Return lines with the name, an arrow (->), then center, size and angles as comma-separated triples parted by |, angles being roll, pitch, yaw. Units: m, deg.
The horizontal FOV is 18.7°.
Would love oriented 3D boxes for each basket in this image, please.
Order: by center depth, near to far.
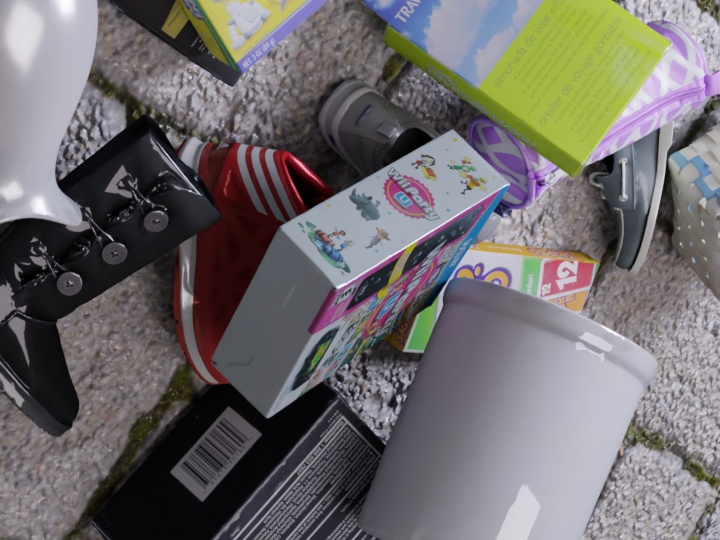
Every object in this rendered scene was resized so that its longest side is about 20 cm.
basket -> 0.369, -0.068, 1.867 | 0.200, 0.139, 0.176 | -29, 141, -11

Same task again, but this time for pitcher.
pitcher -> -0.245, -0.119, 1.371 | 0.171, 0.121, 0.200 | -20, 122, -50

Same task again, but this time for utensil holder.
utensil holder -> 0.105, 0.128, 1.624 | 0.170, 0.170, 0.200 | 32, 78, -44

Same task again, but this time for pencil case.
pencil case -> 0.176, -0.120, 1.675 | 0.200, 0.085, 0.084 | -32, 127, -23

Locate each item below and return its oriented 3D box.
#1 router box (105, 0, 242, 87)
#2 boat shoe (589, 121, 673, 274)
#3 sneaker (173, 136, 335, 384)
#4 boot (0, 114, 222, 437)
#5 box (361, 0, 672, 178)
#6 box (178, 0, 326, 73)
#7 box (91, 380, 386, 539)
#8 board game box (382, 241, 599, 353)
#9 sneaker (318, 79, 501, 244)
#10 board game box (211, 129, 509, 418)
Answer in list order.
router box -> -0.092, -0.247, 1.477 | 0.157, 0.052, 0.200 | 34, 92, -44
boat shoe -> 0.223, -0.088, 1.818 | 0.062, 0.073, 0.200 | 8, 125, 5
sneaker -> -0.072, 0.001, 1.582 | 0.078, 0.115, 0.200 | -66, 155, -52
boot -> -0.182, 0.007, 1.527 | 0.200, 0.066, 0.165 | -39, 132, -2
box -> 0.112, -0.175, 1.603 | 0.122, 0.200, 0.048 | -53, 177, -13
box -> -0.087, -0.239, 1.417 | 0.117, 0.048, 0.200 | -43, 132, -11
box -> -0.065, 0.194, 1.702 | 0.200, 0.123, 0.198 | -48, 132, -7
board game box -> 0.105, 0.025, 1.804 | 0.200, 0.030, 0.096 | 6, 111, -37
sneaker -> 0.048, -0.066, 1.667 | 0.200, 0.082, 0.075 | 34, 92, -44
board game box -> 0.000, 0.000, 1.550 | 0.200, 0.064, 0.148 | -33, 161, -44
